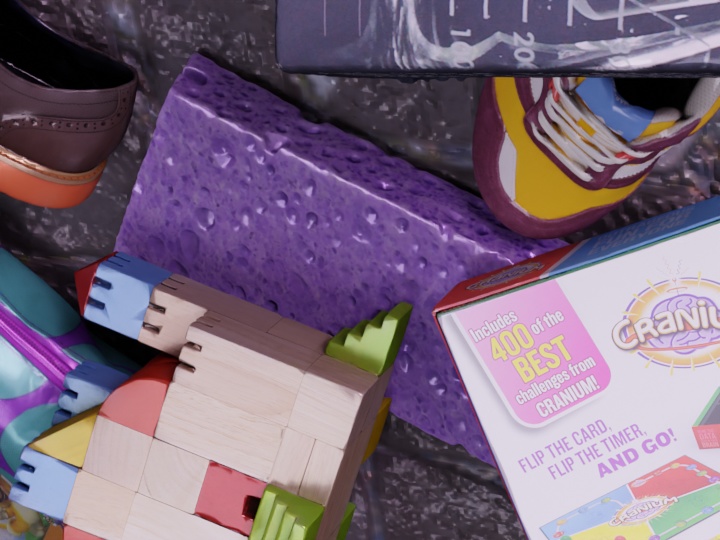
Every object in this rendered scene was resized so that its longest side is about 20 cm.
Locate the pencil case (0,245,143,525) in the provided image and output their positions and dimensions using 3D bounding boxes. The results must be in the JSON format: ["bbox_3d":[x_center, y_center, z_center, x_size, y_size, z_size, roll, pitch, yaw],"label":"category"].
[{"bbox_3d":[-0.151,0.041,1.122,0.200,0.085,0.092,40,149,-8],"label":"pencil case"}]

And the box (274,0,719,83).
[{"bbox_3d":[0.086,-0.156,0.758,0.196,0.124,0.200,2,94,24],"label":"box"}]

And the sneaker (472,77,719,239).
[{"bbox_3d":[0.087,-0.068,0.906,0.075,0.090,0.200,32,134,0],"label":"sneaker"}]

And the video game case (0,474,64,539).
[{"bbox_3d":[-0.139,0.126,1.232,0.200,0.018,0.143,31,135,1],"label":"video game case"}]

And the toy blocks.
[{"bbox_3d":[-0.076,0.086,1.047,0.137,0.100,0.200,21,108,10],"label":"toy blocks"}]

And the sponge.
[{"bbox_3d":[0.000,0.000,1.049,0.200,0.030,0.112,27,135,4],"label":"sponge"}]

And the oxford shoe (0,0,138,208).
[{"bbox_3d":[-0.183,-0.101,1.031,0.200,0.071,0.073,25,129,-15],"label":"oxford shoe"}]

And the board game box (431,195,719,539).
[{"bbox_3d":[0.135,0.078,0.975,0.153,0.040,0.200,-18,100,22],"label":"board game box"}]
